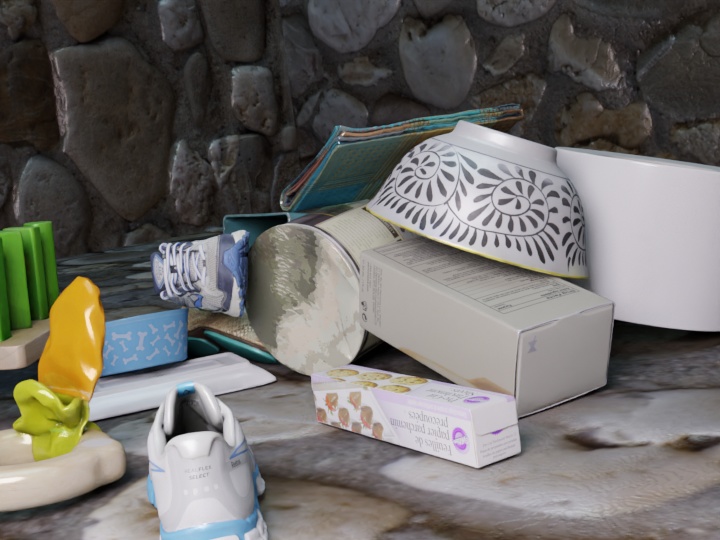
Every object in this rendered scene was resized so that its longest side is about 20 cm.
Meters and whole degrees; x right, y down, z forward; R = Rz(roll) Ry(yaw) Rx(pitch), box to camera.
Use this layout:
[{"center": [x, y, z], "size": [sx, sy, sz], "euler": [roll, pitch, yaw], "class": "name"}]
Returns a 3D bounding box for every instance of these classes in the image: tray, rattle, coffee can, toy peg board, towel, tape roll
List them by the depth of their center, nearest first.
[{"center": [-0.256, 0.096, 0.691], "size": [0.198, 0.145, 0.130], "euler": [-4, 23, -32], "class": "rattle"}, {"center": [-0.348, 0.018, 0.892], "size": [0.196, 0.099, 0.200], "euler": [-3, 7, 2], "class": "toy peg board"}, {"center": [0.036, -0.102, 0.969], "size": [0.198, 0.022, 0.147], "euler": [-13, -16, -29], "class": "towel"}, {"center": [0.270, -0.033, 0.998], "size": [0.199, 0.141, 0.203], "euler": [8, 9, -1], "class": "tape roll"}, {"center": [-0.187, 0.106, 0.999], "size": [0.197, 0.023, 0.107], "euler": [-10, 6, -22], "class": "tray"}, {"center": [0.000, 0.000, 1.052], "size": [0.145, 0.149, 0.199], "euler": [-2, 15, 36], "class": "coffee can"}]

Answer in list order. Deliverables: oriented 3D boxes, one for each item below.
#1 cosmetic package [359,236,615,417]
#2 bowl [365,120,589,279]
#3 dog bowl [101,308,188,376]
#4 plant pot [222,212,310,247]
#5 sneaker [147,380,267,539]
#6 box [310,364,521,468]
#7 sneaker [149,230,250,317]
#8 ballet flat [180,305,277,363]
[{"center": [0.094, 0.036, 0.848], "size": [0.104, 0.072, 0.199], "euler": [-12, 24, -31], "class": "cosmetic package"}, {"center": [0.111, -0.069, 0.896], "size": [0.198, 0.095, 0.201], "euler": [16, 10, -3], "class": "bowl"}, {"center": [-0.227, 0.075, 1.067], "size": [0.110, 0.050, 0.200], "euler": [-11, -2, -16], "class": "dog bowl"}, {"center": [-0.036, 0.003, 1.229], "size": [0.198, 0.144, 0.141], "euler": [-5, 4, -37], "class": "plant pot"}, {"center": [-0.094, 0.105, 0.632], "size": [0.074, 0.088, 0.200], "euler": [-10, 6, -13], "class": "sneaker"}, {"center": [0.032, 0.098, 0.750], "size": [0.041, 0.039, 0.199], "euler": [-13, 9, -31], "class": "box"}, {"center": [-0.156, 0.006, 1.005], "size": [0.084, 0.078, 0.200], "euler": [5, -10, -17], "class": "sneaker"}, {"center": [-0.142, 0.056, 1.125], "size": [0.199, 0.066, 0.070], "euler": [2, -28, 48], "class": "ballet flat"}]
